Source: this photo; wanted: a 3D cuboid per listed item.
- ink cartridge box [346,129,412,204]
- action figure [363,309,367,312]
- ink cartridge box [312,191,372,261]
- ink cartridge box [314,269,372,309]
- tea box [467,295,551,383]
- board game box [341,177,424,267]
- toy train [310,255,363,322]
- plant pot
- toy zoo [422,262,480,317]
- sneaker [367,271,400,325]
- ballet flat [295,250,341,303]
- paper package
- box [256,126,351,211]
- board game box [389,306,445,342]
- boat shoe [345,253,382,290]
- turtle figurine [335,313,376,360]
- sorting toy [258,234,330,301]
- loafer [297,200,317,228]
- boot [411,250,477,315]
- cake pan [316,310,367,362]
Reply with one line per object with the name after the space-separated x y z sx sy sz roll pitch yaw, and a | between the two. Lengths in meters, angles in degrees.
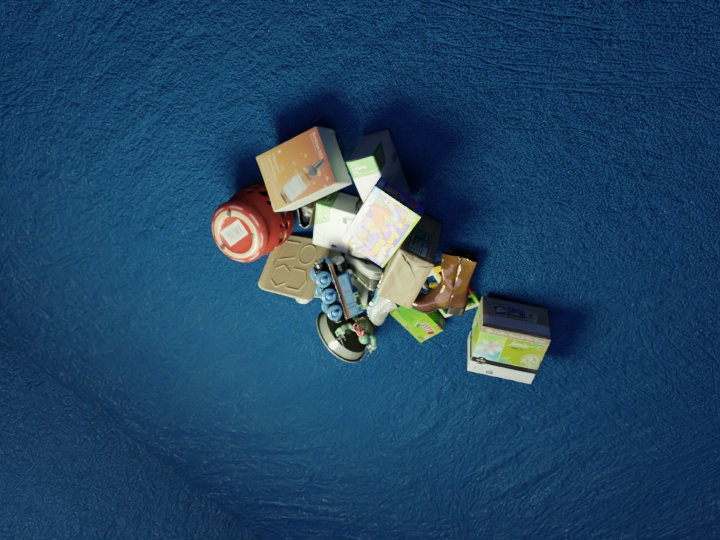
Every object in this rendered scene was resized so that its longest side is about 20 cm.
0.054 -0.231 1.389 0.083 0.147 0.202 -8 124 26 | ink cartridge box
-0.022 0.084 1.723 0.196 0.066 0.052 21 149 5 | action figure
-0.026 -0.127 1.532 0.196 0.085 0.148 16 132 8 | ink cartridge box
-0.061 0.051 1.676 0.196 0.106 0.059 7 165 14 | ink cartridge box
0.432 0.205 1.596 0.196 0.135 0.200 10 130 5 | tea box
0.053 -0.116 1.353 0.133 0.045 0.201 32 133 -4 | board game box
-0.068 0.050 1.547 0.113 0.087 0.203 -23 113 -15 | toy train
-0.313 -0.131 1.558 0.196 0.183 0.204 8 119 15 | plant pot
0.256 0.047 1.619 0.130 0.021 0.201 -23 117 33 | toy zoo
0.079 0.098 1.609 0.087 0.074 0.203 44 137 34 | sneaker
-0.123 0.018 1.630 0.069 0.201 0.069 39 174 5 | ballet flat
0.135 -0.033 1.482 0.102 0.202 0.192 22 131 -2 | paper package
-0.147 -0.262 1.414 0.197 0.106 0.155 -20 90 24 | box
0.162 0.130 1.703 0.200 0.048 0.101 43 129 -15 | board game box
0.000 0.000 1.570 0.069 0.200 0.065 8 107 -24 | boat shoe
0.004 0.189 1.698 0.149 0.201 0.101 36 115 -18 | turtle figurine
-0.195 -0.012 1.625 0.197 0.188 0.036 12 165 29 | sorting toy
-0.151 -0.206 1.534 0.071 0.071 0.203 5 127 16 | loafer
0.229 0.036 1.561 0.184 0.069 0.203 11 129 12 | boot
-0.052 0.200 1.741 0.199 0.201 0.037 39 120 -13 | cake pan
